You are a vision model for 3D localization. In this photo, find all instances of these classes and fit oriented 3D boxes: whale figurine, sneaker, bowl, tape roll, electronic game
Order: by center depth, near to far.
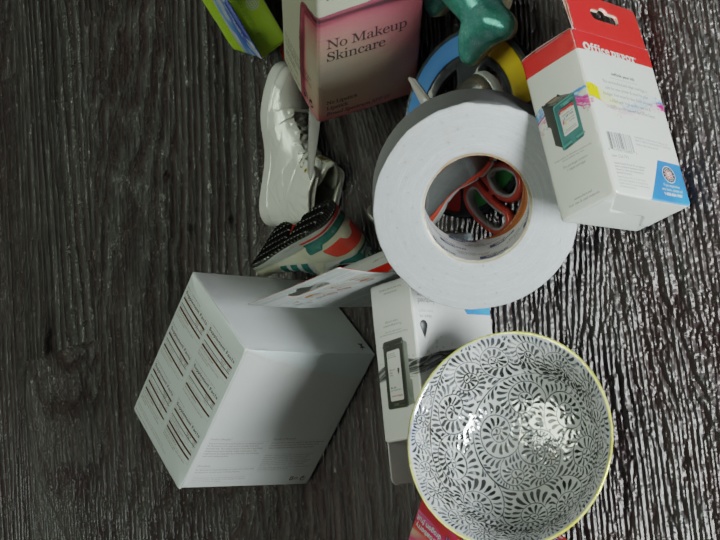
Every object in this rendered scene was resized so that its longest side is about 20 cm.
[{"bbox_3d":[0.151,0.168,1.232,0.198,0.094,0.204,-7,70,20],"label":"bowl"},{"bbox_3d":[0.109,-0.068,1.235,0.066,0.197,0.203,-88,18,-71],"label":"tape roll"},{"bbox_3d":[0.073,-0.109,1.283,0.077,0.081,0.201,50,125,28],"label":"sneaker"},{"bbox_3d":[0.108,-0.313,1.322,0.158,0.103,0.203,-31,53,44],"label":"whale figurine"},{"bbox_3d":[0.115,-0.157,1.363,0.198,0.041,0.204,-5,83,49],"label":"electronic game"},{"bbox_3d":[-0.056,-0.014,1.520,0.199,0.093,0.071,-26,28,56],"label":"sneaker"},{"bbox_3d":[-0.063,-0.149,1.559,0.115,0.073,0.204,9,101,45],"label":"sneaker"}]

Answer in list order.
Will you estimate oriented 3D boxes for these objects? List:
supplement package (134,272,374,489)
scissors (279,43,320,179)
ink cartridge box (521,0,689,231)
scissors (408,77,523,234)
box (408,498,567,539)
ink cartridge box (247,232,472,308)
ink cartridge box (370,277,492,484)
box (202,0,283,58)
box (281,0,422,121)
[{"bbox_3d":[-0.127,0.129,1.511,0.147,0.189,0.202,49,122,40],"label":"supplement package"},{"bbox_3d":[-0.047,-0.203,1.536,0.014,0.072,0.203,112,148,-64],"label":"scissors"},{"bbox_3d":[0.219,-0.145,1.182,0.067,0.115,0.203,-28,66,43],"label":"ink cartridge box"},{"bbox_3d":[0.098,-0.117,1.332,0.200,0.014,0.074,45,125,31],"label":"scissors"},{"bbox_3d":[0.141,0.295,1.254,0.199,0.094,0.101,36,115,45],"label":"box"},{"bbox_3d":[0.000,0.000,1.365,0.159,0.198,0.048,-21,73,46],"label":"ink cartridge box"},{"bbox_3d":[0.081,0.112,1.325,0.067,0.115,0.204,-18,74,48],"label":"ink cartridge box"},{"bbox_3d":[-0.154,-0.327,1.588,0.123,0.047,0.200,57,174,-19],"label":"box"},{"bbox_3d":[-0.010,-0.279,1.392,0.201,0.126,0.110,92,156,-55],"label":"box"}]
